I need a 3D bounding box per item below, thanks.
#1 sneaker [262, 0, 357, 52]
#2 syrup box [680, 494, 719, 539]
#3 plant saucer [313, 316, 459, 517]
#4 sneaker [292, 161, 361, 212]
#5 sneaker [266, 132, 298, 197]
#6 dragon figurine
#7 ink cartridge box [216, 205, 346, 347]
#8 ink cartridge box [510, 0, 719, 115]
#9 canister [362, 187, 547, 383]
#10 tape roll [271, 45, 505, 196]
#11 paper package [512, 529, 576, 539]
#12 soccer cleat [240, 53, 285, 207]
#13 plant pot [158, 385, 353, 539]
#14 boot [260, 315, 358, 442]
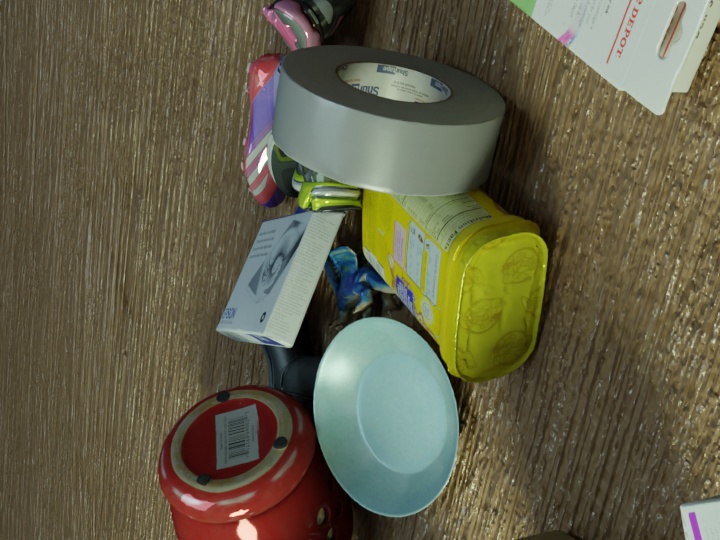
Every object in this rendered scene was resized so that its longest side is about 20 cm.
[{"bbox_3d":[-0.050,-0.289,1.239,0.079,0.095,0.200,50,178,-17],"label":"sneaker"},{"bbox_3d":[0.290,0.160,0.653,0.200,0.078,0.082,-30,68,59],"label":"syrup box"},{"bbox_3d":[0.033,0.147,1.132,0.200,0.039,0.203,3,95,43],"label":"plant saucer"},{"bbox_3d":[-0.029,-0.112,1.103,0.200,0.073,0.082,-120,33,-74],"label":"sneaker"},{"bbox_3d":[-0.049,-0.150,1.235,0.085,0.074,0.201,63,144,37],"label":"sneaker"},{"bbox_3d":[0.000,0.000,1.184,0.200,0.058,0.100,-32,66,60],"label":"dragon figurine"},{"bbox_3d":[-0.084,-0.015,1.243,0.201,0.040,0.199,-67,19,-11],"label":"ink cartridge box"},{"bbox_3d":[0.196,-0.204,0.789,0.200,0.067,0.118,56,139,44],"label":"ink cartridge box"},{"bbox_3d":[0.077,-0.017,1.003,0.200,0.086,0.150,-130,34,-49],"label":"canister"},{"bbox_3d":[0.024,-0.136,0.976,0.200,0.199,0.067,45,132,50],"label":"tape roll"},{"bbox_3d":[0.139,0.292,0.833,0.200,0.189,0.104,22,113,60],"label":"paper package"},{"bbox_3d":[-0.098,-0.162,1.337,0.076,0.067,0.202,21,123,30],"label":"soccer cleat"},{"bbox_3d":[-0.123,0.244,1.236,0.201,0.199,0.183,48,163,48],"label":"plant pot"},{"bbox_3d":[-0.050,0.105,1.280,0.200,0.065,0.166,7,107,64],"label":"boot"}]
